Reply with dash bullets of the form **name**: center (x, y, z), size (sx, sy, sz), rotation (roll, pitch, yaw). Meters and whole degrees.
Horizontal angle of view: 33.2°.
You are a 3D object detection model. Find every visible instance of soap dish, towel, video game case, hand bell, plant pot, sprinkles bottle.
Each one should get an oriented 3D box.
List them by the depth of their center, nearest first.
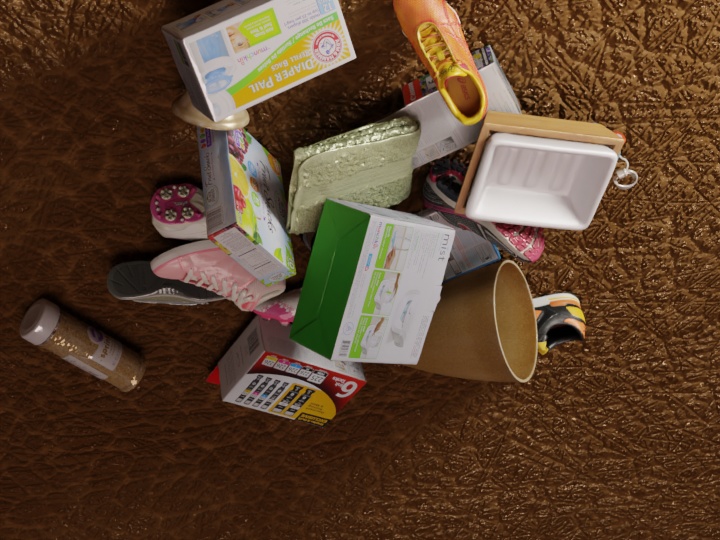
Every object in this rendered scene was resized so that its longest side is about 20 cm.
- **hand bell**: center (-0.175, -0.292, 1.539), size (0.103, 0.104, 0.201), rotation (7, 118, -15)
- **towel**: center (-0.009, -0.125, 1.622), size (0.199, 0.037, 0.149), rotation (-19, 140, -26)
- **soap dish**: center (0.240, -0.139, 1.659), size (0.199, 0.082, 0.158), rotation (6, 133, -10)
- **video game case**: center (0.100, -0.031, 1.852), size (0.199, 0.018, 0.143), rotation (-22, 132, 12)
- **sprinkles bottle**: center (-0.428, 0.118, 1.873), size (0.068, 0.068, 0.200), rotation (-37, 128, 24)
- **plant pot**: center (0.152, 0.090, 1.881), size (0.199, 0.187, 0.187), rotation (-9, 137, 27)

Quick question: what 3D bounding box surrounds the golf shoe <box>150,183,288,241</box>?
- **golf shoe**: center (-0.203, -0.081, 1.735), size (0.199, 0.076, 0.092), rotation (2, 154, -13)

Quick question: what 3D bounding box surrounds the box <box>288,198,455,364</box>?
- **box**: center (0.019, 0.018, 1.635), size (0.176, 0.096, 0.201), rotation (6, 103, -46)

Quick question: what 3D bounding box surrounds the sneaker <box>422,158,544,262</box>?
- **sneaker**: center (0.179, -0.079, 1.743), size (0.200, 0.081, 0.075), rotation (39, 139, 11)

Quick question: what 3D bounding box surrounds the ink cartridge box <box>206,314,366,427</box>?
- **ink cartridge box**: center (-0.123, 0.178, 1.955), size (0.199, 0.084, 0.176), rotation (19, 127, -31)

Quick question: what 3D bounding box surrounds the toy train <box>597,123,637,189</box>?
- **toy train**: center (0.293, -0.148, 1.752), size (0.199, 0.056, 0.151), rotation (-17, 134, 11)

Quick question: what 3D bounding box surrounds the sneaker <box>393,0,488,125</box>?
- **sneaker**: center (0.109, -0.281, 1.550), size (0.073, 0.077, 0.201), rotation (-32, 101, 15)

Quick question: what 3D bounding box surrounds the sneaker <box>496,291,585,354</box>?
- **sneaker**: center (0.265, 0.100, 1.948), size (0.199, 0.090, 0.070), rotation (-15, 133, 5)

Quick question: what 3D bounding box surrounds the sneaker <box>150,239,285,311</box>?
- **sneaker**: center (-0.199, 0.011, 1.753), size (0.199, 0.105, 0.075), rotation (-8, 167, -22)

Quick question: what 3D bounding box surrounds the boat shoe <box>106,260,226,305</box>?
- **boat shoe**: center (-0.276, 0.017, 1.810), size (0.200, 0.075, 0.065), rotation (-5, 170, -8)

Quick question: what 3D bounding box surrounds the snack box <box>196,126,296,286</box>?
- **snack box**: center (-0.153, -0.096, 1.611), size (0.053, 0.201, 0.142), rotation (-24, 142, 18)

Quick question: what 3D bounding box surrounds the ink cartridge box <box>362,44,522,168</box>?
- **ink cartridge box**: center (0.111, -0.217, 1.660), size (0.199, 0.051, 0.109), rotation (-24, 132, 14)

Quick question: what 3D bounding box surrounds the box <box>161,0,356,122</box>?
- **box**: center (-0.122, -0.278, 1.473), size (0.199, 0.101, 0.113), rotation (-27, 118, -13)

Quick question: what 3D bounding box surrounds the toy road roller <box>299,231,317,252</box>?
- **toy road roller**: center (0.000, 0.000, 1.763), size (0.145, 0.123, 0.201), rotation (-12, 108, -10)

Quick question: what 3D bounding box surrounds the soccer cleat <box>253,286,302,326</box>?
- **soccer cleat**: center (-0.067, 0.044, 1.872), size (0.199, 0.070, 0.087), rotation (7, 101, -3)
